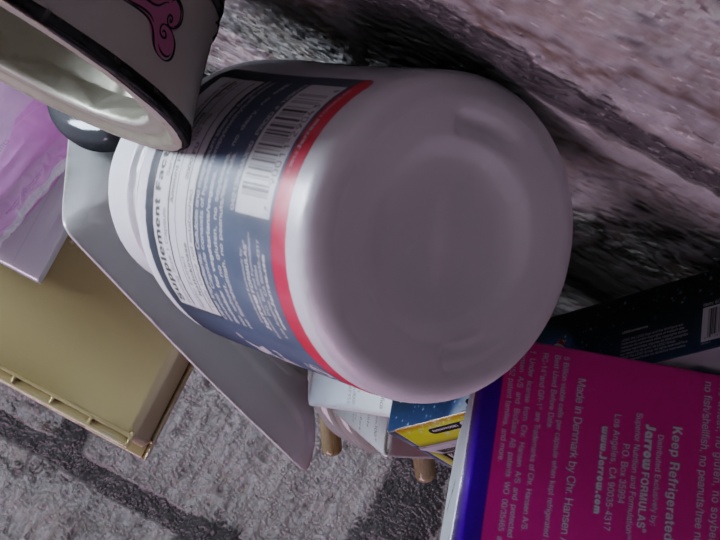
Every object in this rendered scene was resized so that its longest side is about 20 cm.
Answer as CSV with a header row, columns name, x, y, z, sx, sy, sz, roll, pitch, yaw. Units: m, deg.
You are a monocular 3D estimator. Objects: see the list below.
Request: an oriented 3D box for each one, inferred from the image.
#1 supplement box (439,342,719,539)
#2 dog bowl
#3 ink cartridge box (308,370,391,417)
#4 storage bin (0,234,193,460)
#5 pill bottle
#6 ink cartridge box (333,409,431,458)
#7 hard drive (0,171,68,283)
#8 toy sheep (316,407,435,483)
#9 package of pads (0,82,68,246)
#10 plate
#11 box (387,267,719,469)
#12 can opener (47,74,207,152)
name,x,y,z,sx,sy,sz,roll,pitch,yaw
supplement box,0.133,0.107,0.664,0.198,0.104,0.101,11,151,2
dog bowl,-0.134,-0.123,0.612,0.199,0.074,0.200,27,173,4
ink cartridge box,0.096,0.063,0.875,0.159,0.048,0.199,7,180,-42
storage bin,-0.184,-0.012,1.114,0.197,0.201,0.094,28,172,2
pill bottle,-0.020,-0.024,0.674,0.119,0.120,0.199,32,171,-31
ink cartridge box,0.105,0.099,1.051,0.198,0.044,0.173,4,-168,-23
hard drive,-0.257,-0.097,1.060,0.199,0.133,0.027,28,173,0
toy sheep,0.018,0.070,1.214,0.199,0.139,0.138,8,163,37
package of pads,-0.267,-0.097,1.004,0.200,0.121,0.076,39,166,-1
plate,-0.090,-0.008,0.960,0.200,0.032,0.200,48,-167,-26
box,0.129,0.063,0.734,0.136,0.038,0.199,32,145,-34
can opener,-0.087,-0.065,0.878,0.199,0.067,0.053,32,176,35
